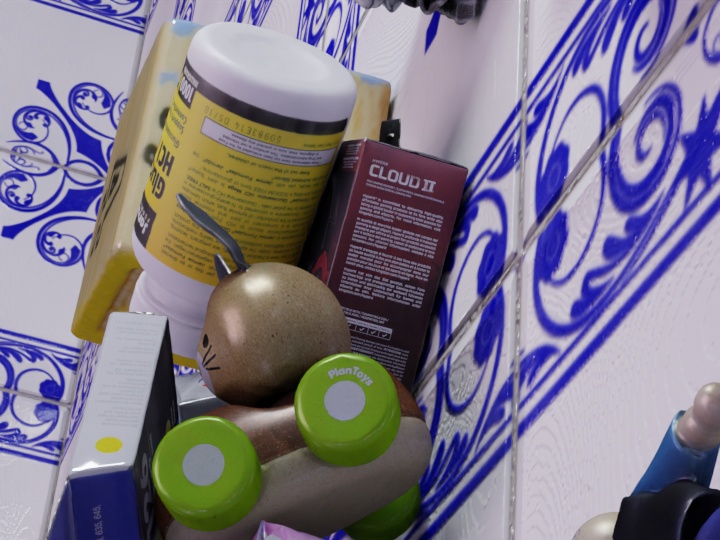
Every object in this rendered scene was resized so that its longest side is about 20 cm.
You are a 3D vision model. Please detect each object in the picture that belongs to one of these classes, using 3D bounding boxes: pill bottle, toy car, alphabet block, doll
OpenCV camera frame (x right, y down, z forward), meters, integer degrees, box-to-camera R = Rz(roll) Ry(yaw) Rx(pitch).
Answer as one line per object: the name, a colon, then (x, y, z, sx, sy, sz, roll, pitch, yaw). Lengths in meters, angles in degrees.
pill bottle: (-0.083, -0.048, 1.147, 0.113, 0.111, 0.202, -104, 31, -64)
toy car: (-0.063, 0.057, 0.994, 0.165, 0.156, 0.201, 77, 169, -63)
alphabet block: (-0.102, -0.045, 1.381, 0.197, 0.193, 0.202, 128, 153, -62)
doll: (0.118, 0.108, 0.623, 0.200, 0.048, 0.138, 150, 125, -80)

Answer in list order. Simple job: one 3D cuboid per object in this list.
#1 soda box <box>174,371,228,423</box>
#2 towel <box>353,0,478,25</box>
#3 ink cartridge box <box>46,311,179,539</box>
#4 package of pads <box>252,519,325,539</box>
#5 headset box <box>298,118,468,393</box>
soda box: (-0.073, 0.163, 1.126, 0.063, 0.067, 0.202, -141, 42, -72)
towel: (0.053, -0.271, 1.233, 0.200, 0.085, 0.167, -105, 34, -67)
ink cartridge box: (-0.131, 0.160, 1.002, 0.201, 0.046, 0.200, -89, -1, -58)
package of pads: (-0.033, 0.231, 0.944, 0.076, 0.119, 0.201, -76, 9, -54)
headset box: (0.000, 0.000, 1.160, 0.149, 0.074, 0.202, -166, 91, -77)
